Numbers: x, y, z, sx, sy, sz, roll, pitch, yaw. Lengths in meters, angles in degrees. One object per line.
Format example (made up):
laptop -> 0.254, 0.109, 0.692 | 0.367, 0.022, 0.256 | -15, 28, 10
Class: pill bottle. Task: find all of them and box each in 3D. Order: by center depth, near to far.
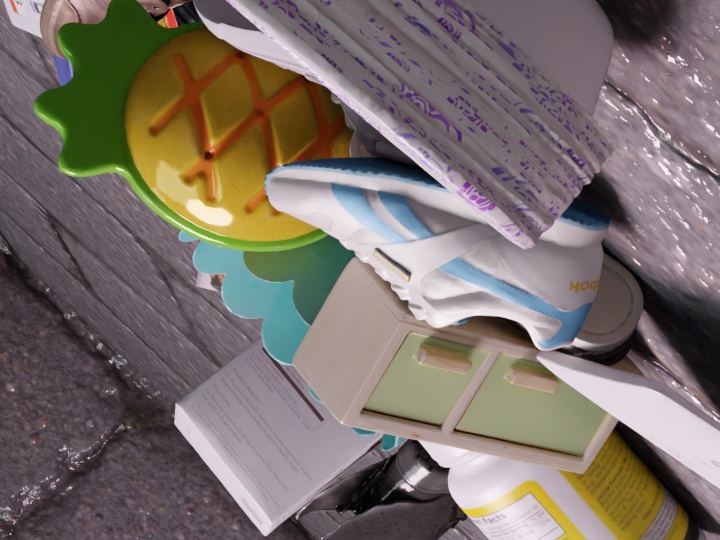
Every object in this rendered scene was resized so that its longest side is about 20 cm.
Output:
pill bottle -> 0.133, 0.148, 1.608 | 0.200, 0.114, 0.114 | 49, 168, -13

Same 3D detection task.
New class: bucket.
bucket -> 0.000, 0.000, 1.510 | 0.207, 0.135, 0.207 | 44, 169, 10

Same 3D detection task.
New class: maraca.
maraca -> -0.088, -0.086, 1.388 | 0.200, 0.137, 0.107 | 19, 161, -9

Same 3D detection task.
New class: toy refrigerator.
toy refrigerator -> 0.067, 0.059, 1.376 | 0.200, 0.076, 0.070 | 16, -157, -40

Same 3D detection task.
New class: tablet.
tablet -> 0.199, 0.104, 1.329 | 0.200, 0.014, 0.130 | 34, 172, -25

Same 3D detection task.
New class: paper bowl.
paper bowl -> 0.029, -0.109, 1.032 | 0.201, 0.104, 0.201 | 41, -177, -3

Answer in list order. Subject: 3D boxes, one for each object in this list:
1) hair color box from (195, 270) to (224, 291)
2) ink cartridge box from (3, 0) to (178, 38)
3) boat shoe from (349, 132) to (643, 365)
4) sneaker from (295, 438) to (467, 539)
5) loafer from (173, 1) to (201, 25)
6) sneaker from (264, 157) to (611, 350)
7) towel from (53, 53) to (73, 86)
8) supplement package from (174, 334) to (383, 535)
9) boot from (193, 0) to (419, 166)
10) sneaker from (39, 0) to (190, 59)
hair color box -> -0.062, -0.027, 1.709 | 0.099, 0.061, 0.200 | 12, 167, -3
ink cartridge box -> -0.197, -0.218, 1.557 | 0.200, 0.050, 0.162 | 32, 145, 55
boat shoe -> 0.075, -0.016, 1.357 | 0.200, 0.072, 0.060 | 36, 164, 16
sneaker -> 0.059, 0.156, 1.699 | 0.200, 0.104, 0.060 | 2, -131, -43
loafer -> -0.112, -0.114, 1.673 | 0.073, 0.072, 0.200 | 33, 164, 44
sneaker -> 0.034, -0.015, 1.289 | 0.200, 0.081, 0.077 | 16, -165, 25
towel -> -0.205, -0.185, 1.723 | 0.200, 0.024, 0.145 | -172, 69, -72
supplement package -> -0.022, 0.082, 1.695 | 0.110, 0.200, 0.114 | 51, 170, 5
boot -> -0.015, -0.112, 1.319 | 0.200, 0.074, 0.096 | 31, 155, 48
sneaker -> -0.140, -0.174, 1.452 | 0.076, 0.070, 0.200 | 39, 148, 4
